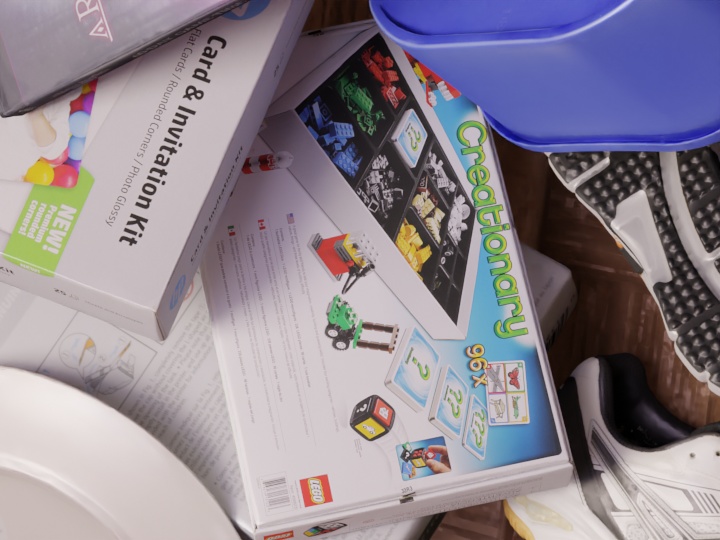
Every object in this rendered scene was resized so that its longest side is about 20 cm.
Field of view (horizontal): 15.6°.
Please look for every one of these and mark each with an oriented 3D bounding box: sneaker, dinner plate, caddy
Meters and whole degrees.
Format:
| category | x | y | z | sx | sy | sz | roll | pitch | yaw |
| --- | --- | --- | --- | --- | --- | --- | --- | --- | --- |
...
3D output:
| category | x | y | z | sx | sy | sz | roll | pitch | yaw |
| --- | --- | --- | --- | --- | --- | --- | --- | --- | --- |
| sneaker | 0.128 | -0.020 | 1.024 | 0.073 | 0.080 | 0.201 | -28 | 59 | 11 |
| dinner plate | -0.130 | 0.126 | 1.074 | 0.199 | 0.024 | 0.201 | 15 | 126 | 21 |
| caddy | 0.100 | -0.117 | 0.975 | 0.199 | 0.105 | 0.142 | 4 | 68 | 51 |
| sneaker | 0.145 | 0.104 | 1.018 | 0.200 | 0.075 | 0.088 | 33 | 111 | 27 |

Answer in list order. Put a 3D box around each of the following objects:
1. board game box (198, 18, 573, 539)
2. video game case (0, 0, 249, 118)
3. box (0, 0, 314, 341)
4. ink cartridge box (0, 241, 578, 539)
| category | x | y | z | sx | sy | sz | roll | pitch | yaw |
| --- | --- | --- | --- | --- | --- | --- | --- | --- | --- |
| board game box | 0.000 | 0.000 | 1.037 | 0.125 | 0.035 | 0.201 | -11 | 69 | -4 |
| video game case | -0.078 | -0.155 | 0.929 | 0.199 | 0.019 | 0.144 | -22 | 84 | 35 |
| box | -0.137 | -0.080 | 1.016 | 0.199 | 0.041 | 0.157 | 21 | 73 | 7 |
| ink cartridge box | -0.035 | 0.023 | 1.073 | 0.199 | 0.057 | 0.163 | 29 | 73 | 16 |
